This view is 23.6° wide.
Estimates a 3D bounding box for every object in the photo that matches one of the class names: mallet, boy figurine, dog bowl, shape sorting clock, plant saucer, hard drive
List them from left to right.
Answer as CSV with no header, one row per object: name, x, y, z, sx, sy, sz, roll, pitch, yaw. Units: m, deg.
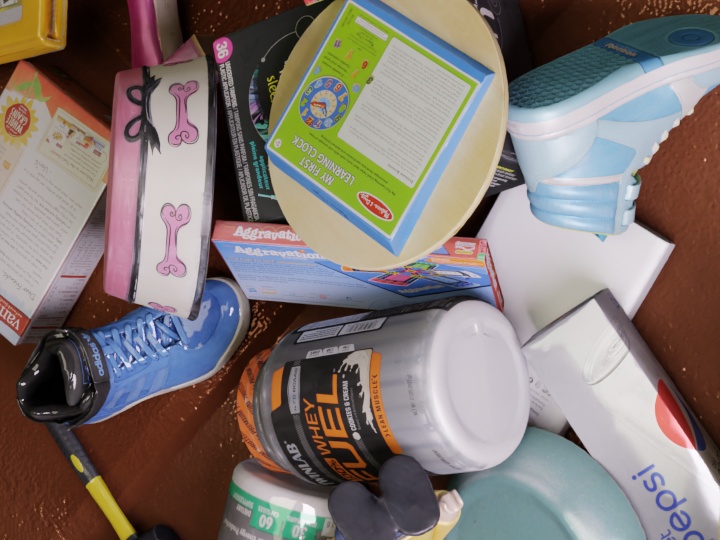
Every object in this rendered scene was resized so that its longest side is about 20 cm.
mallet,-0.226,0.189,1.438,0.200,0.041,0.066,46,104,22
dog bowl,-0.154,-0.064,1.300,0.073,0.200,0.202,3,91,-10
boy figurine,0.016,0.197,1.222,0.124,0.200,0.065,-25,65,-9
shape sorting clock,0.016,-0.099,1.161,0.199,0.039,0.202,-9,74,34
plant saucer,0.122,0.213,1.229,0.199,0.036,0.202,18,115,43
hard drive,0.127,0.033,1.277,0.132,0.027,0.201,34,104,22

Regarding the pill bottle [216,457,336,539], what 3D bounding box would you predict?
pill bottle,-0.065,0.254,1.317,0.112,0.113,0.202,16,97,24

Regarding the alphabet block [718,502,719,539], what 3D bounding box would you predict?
alphabet block,0.342,0.175,1.084,0.199,0.196,0.197,4,90,25

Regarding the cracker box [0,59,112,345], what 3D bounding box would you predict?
cracker box,-0.272,-0.056,1.446,0.134,0.058,0.201,38,104,21

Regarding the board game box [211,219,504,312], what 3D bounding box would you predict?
board game box,0.000,0.000,1.248,0.198,0.103,0.020,5,67,14

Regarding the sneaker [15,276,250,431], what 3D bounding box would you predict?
sneaker,-0.187,0.068,1.376,0.199,0.111,0.077,-27,79,22

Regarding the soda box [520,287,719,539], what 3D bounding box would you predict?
soda box,0.198,0.114,1.205,0.068,0.063,0.201,-35,85,18

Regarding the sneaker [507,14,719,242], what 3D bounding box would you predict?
sneaker,0.192,-0.096,1.210,0.080,0.199,0.131,43,150,56

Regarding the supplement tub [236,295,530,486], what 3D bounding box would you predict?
supplement tub,0.013,0.091,1.245,0.199,0.122,0.124,-13,84,40

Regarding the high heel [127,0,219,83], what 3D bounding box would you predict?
high heel,-0.183,-0.213,1.408,0.096,0.067,0.201,-34,82,28

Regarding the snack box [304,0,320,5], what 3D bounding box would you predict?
snack box,0.039,-0.265,1.225,0.141,0.200,0.053,-15,115,23

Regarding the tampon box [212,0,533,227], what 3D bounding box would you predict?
tampon box,0.017,-0.120,1.260,0.199,0.126,0.151,-19,75,27

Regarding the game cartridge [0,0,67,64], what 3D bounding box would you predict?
game cartridge,-0.316,-0.259,1.445,0.199,0.032,0.178,-5,82,41
